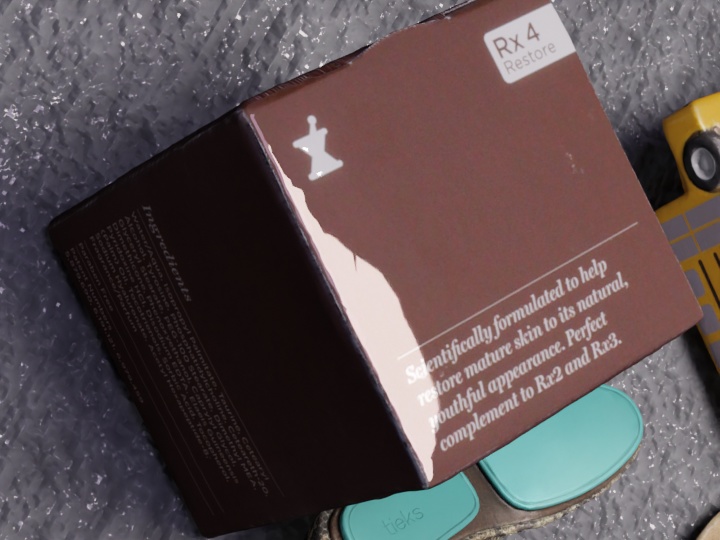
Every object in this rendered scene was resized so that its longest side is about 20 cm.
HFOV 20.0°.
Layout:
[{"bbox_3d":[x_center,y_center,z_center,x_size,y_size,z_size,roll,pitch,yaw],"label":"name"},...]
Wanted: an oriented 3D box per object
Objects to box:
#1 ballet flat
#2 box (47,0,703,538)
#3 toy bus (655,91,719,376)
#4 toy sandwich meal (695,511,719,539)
[{"bbox_3d":[0.045,0.106,0.955,0.200,0.075,0.068,-23,75,-37],"label":"ballet flat"},{"bbox_3d":[0.000,0.000,0.880,0.166,0.200,0.164,-27,93,-32],"label":"box"},{"bbox_3d":[0.215,0.006,1.072,0.065,0.078,0.200,-20,82,-35],"label":"toy bus"},{"bbox_3d":[0.249,0.203,1.053,0.205,0.070,0.205,8,73,-29],"label":"toy sandwich meal"}]
